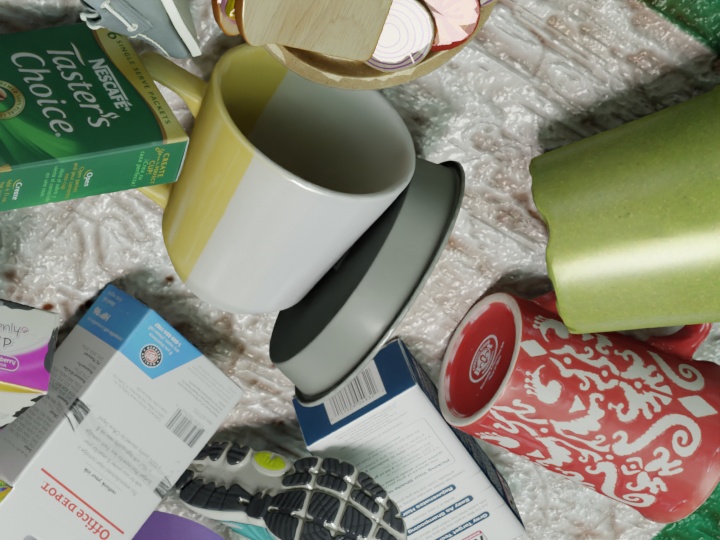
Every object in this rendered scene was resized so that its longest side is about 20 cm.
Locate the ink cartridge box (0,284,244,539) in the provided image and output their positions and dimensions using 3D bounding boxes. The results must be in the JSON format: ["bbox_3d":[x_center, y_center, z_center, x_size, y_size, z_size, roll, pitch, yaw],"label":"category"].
[{"bbox_3d":[-0.192,0.126,1.750,0.200,0.068,0.116,-52,128,-9],"label":"ink cartridge box"}]

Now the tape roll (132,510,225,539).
[{"bbox_3d":[-0.175,0.279,1.851,0.200,0.066,0.200,-3,123,-5],"label":"tape roll"}]

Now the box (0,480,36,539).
[{"bbox_3d":[-0.268,0.193,1.846,0.117,0.048,0.200,10,123,-24],"label":"box"}]

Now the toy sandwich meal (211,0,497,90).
[{"bbox_3d":[0.007,-0.197,1.587,0.205,0.070,0.205,-6,120,-11],"label":"toy sandwich meal"}]

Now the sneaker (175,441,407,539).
[{"bbox_3d":[-0.044,0.181,1.839,0.078,0.200,0.080,-61,145,-18],"label":"sneaker"}]

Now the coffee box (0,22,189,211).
[{"bbox_3d":[-0.222,-0.096,1.542,0.200,0.123,0.044,-10,141,-29],"label":"coffee box"}]

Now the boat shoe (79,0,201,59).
[{"bbox_3d":[-0.156,-0.186,1.540,0.062,0.073,0.200,-23,155,7],"label":"boat shoe"}]

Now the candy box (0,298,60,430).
[{"bbox_3d":[-0.299,0.067,1.652,0.136,0.061,0.200,14,157,-20],"label":"candy box"}]

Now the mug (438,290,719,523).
[{"bbox_3d":[0.173,0.081,1.866,0.200,0.178,0.133,22,155,-26],"label":"mug"}]

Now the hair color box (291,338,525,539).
[{"bbox_3d":[0.039,0.153,1.899,0.100,0.061,0.200,-29,130,8],"label":"hair color box"}]

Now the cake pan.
[{"bbox_3d":[0.000,0.000,1.686,0.037,0.200,0.200,33,114,-14],"label":"cake pan"}]

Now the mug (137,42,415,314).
[{"bbox_3d":[-0.073,-0.064,1.666,0.149,0.187,0.153,-19,151,-46],"label":"mug"}]

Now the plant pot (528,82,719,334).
[{"bbox_3d":[0.222,-0.036,1.738,0.184,0.201,0.201,-13,131,8],"label":"plant pot"}]
